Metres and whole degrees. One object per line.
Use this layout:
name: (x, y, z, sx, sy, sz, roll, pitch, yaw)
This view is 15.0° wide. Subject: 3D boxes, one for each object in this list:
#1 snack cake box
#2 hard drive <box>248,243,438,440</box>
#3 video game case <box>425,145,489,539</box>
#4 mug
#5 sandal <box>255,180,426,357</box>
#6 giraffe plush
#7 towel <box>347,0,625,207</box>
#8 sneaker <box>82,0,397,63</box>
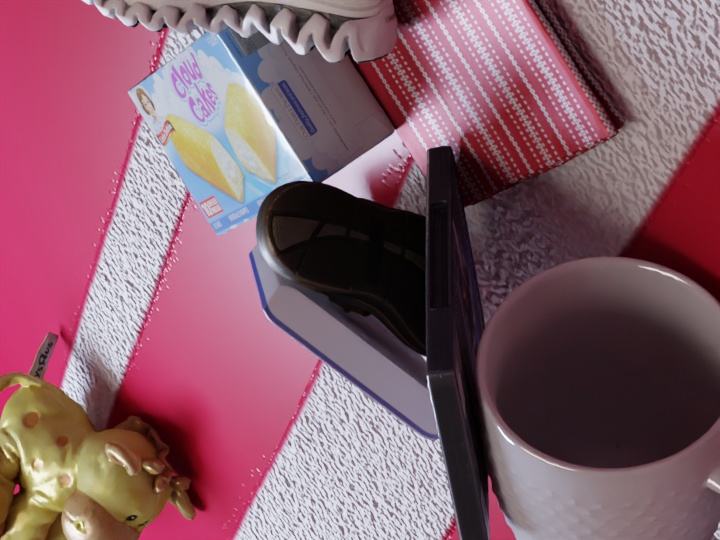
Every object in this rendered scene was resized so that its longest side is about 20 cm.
snack cake box: (-0.066, -0.101, 1.711, 0.115, 0.067, 0.200, 56, 159, -4)
hard drive: (-0.009, 0.039, 1.706, 0.132, 0.025, 0.200, 38, -176, -10)
video game case: (0.056, 0.045, 1.567, 0.200, 0.019, 0.143, -90, -10, -50)
mug: (0.163, 0.113, 1.539, 0.200, 0.148, 0.175, 29, 151, 25)
sandal: (0.000, 0.000, 1.653, 0.055, 0.082, 0.200, -3, 163, 43)
giraffe plush: (-0.222, 0.171, 2.228, 0.162, 0.172, 0.200, 22, 105, 30)
towel: (0.063, -0.115, 1.565, 0.145, 0.022, 0.200, 57, 152, -5)
sneaker: (-0.073, -0.174, 1.565, 0.200, 0.075, 0.081, 9, 112, 9)
